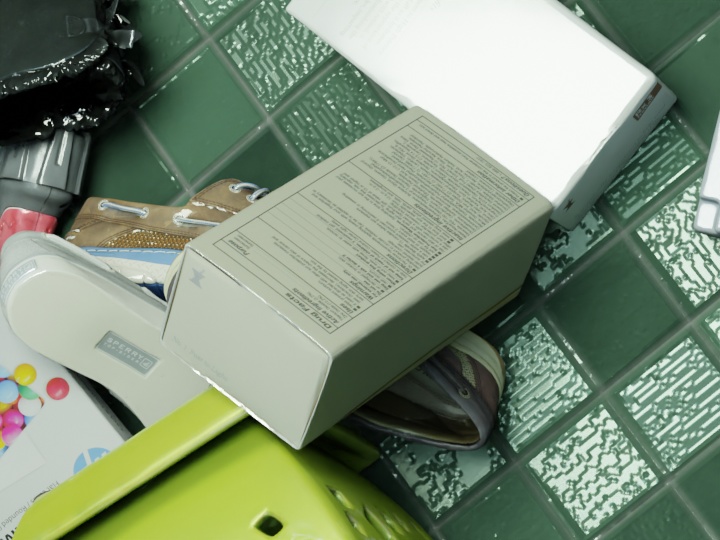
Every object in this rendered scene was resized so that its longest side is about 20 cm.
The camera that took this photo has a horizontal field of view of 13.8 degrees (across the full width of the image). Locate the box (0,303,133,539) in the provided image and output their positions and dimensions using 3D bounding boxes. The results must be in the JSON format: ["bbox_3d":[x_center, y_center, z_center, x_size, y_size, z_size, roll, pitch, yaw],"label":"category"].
[{"bbox_3d":[-0.237,0.080,1.664,0.156,0.041,0.200,-37,103,6],"label":"box"}]

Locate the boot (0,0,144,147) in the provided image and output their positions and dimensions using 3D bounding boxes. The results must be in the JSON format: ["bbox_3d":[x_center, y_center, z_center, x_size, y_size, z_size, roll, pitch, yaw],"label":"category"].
[{"bbox_3d":[-0.223,-0.143,1.732,0.197,0.073,0.163,-16,56,9],"label":"boot"}]

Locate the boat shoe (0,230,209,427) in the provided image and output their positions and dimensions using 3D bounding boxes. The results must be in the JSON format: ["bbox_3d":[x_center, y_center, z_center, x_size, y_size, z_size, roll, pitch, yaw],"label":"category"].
[{"bbox_3d":[-0.124,0.043,1.661,0.072,0.200,0.069,-50,32,18],"label":"boat shoe"}]

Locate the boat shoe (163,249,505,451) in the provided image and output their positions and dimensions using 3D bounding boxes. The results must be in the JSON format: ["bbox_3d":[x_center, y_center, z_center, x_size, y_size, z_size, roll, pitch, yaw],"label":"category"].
[{"bbox_3d":[-0.013,0.043,1.621,0.199,0.065,0.072,24,117,-12],"label":"boat shoe"}]

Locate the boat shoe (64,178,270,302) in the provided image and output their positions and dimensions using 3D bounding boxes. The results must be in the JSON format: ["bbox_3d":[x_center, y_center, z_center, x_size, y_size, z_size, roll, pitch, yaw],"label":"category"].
[{"bbox_3d":[-0.075,-0.014,1.691,0.199,0.072,0.073,4,68,9],"label":"boat shoe"}]

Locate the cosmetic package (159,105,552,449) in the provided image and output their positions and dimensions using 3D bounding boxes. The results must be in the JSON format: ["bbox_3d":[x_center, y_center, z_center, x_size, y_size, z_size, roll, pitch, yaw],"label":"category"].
[{"bbox_3d":[0.000,0.000,1.564,0.103,0.200,0.073,37,134,20],"label":"cosmetic package"}]

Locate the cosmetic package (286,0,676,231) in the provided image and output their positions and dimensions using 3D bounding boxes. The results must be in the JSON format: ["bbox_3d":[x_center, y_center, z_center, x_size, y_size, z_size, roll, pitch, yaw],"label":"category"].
[{"bbox_3d":[0.067,-0.121,1.662,0.200,0.074,0.102,41,96,17],"label":"cosmetic package"}]

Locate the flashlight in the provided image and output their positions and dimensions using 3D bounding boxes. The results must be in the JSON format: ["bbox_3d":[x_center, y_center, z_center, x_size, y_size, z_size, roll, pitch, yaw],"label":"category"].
[{"bbox_3d":[-0.200,0.013,1.729,0.067,0.068,0.201,12,87,20],"label":"flashlight"}]

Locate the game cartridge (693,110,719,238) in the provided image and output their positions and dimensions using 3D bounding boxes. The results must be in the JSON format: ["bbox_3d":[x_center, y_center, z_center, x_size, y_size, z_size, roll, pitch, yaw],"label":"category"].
[{"bbox_3d":[0.290,-0.063,1.602,0.199,0.040,0.134,14,90,19],"label":"game cartridge"}]

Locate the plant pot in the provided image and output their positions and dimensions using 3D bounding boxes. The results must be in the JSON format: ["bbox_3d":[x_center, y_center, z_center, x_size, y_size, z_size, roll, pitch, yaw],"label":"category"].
[{"bbox_3d":[-0.060,0.177,1.599,0.200,0.199,0.182,-34,67,11],"label":"plant pot"}]
